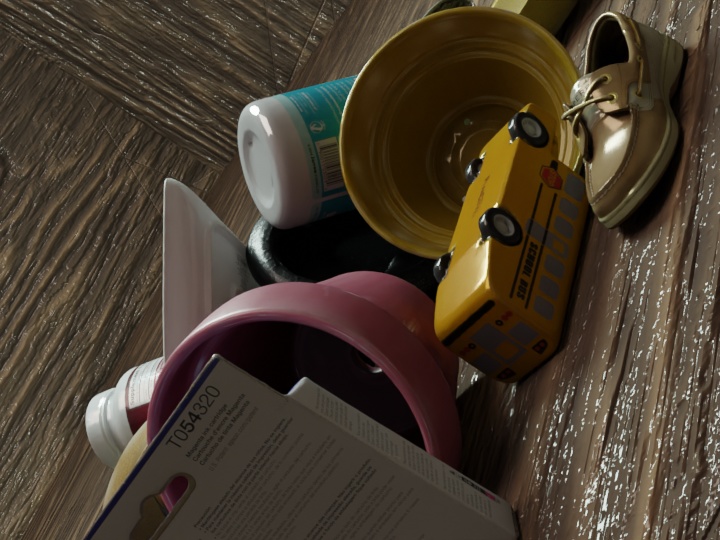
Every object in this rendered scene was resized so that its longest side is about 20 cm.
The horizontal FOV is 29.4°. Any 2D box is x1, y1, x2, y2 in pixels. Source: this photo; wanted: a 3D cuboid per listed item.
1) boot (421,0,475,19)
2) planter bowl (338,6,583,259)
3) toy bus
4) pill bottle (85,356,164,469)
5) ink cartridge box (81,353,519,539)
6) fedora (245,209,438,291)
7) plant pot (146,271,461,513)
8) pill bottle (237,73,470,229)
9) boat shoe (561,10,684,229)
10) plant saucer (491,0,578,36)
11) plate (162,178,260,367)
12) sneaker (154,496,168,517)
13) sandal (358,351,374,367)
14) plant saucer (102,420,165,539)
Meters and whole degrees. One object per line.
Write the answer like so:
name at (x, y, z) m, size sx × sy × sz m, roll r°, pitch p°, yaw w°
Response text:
boot at (0.057, -0.186, 1.519) m, size 0.182 × 0.072 × 0.200 m, roll -64°, pitch 4°, yaw -30°
planter bowl at (0.090, -0.099, 1.080) m, size 0.201 × 0.200 × 0.083 m, roll -56°, pitch -24°, yaw 4°
toy bus at (0.106, -0.025, 0.934) m, size 0.065 × 0.078 × 0.200 m, roll -47°, pitch 15°, yaw 43°
pill bottle at (-0.183, 0.141, 1.433) m, size 0.199 × 0.113 × 0.113 m, roll -21°, pitch 28°, yaw 24°
ink cartridge box at (-0.048, 0.162, 0.772) m, size 0.197 × 0.200 × 0.043 m, roll -53°, pitch 12°, yaw 18°
fedora at (0.000, 0.000, 1.195) m, size 0.201 × 0.200 × 0.092 m, roll -71°, pitch -15°, yaw -50°
plant pot at (-0.016, 0.089, 0.916) m, size 0.200 × 0.200 × 0.179 m, roll -51°, pitch -3°, yaw 27°
pill bottle at (0.004, -0.112, 1.171) m, size 0.199 × 0.111 × 0.111 m, roll -17°, pitch -3°, yaw -20°
boat shoe at (0.169, -0.105, 0.919) m, size 0.074 × 0.066 × 0.200 m, roll -48°, pitch 14°, yaw 37°
plant saucer at (0.146, -0.224, 1.367) m, size 0.200 × 0.048 × 0.200 m, roll -57°, pitch 8°, yaw 3°
plate at (-0.108, 0.047, 1.148) m, size 0.032 × 0.200 × 0.201 m, roll -12°, pitch 63°, yaw 16°
sneaker at (-0.108, 0.209, 1.142) m, size 0.088 × 0.076 × 0.200 m, roll -39°, pitch -26°, yaw -21°
sandal at (-0.031, 0.094, 1.200) m, size 0.200 × 0.081 × 0.055 m, roll -76°, pitch 2°, yaw -49°
plant saucer at (-0.162, 0.182, 1.175) m, size 0.200 × 0.035 × 0.201 m, roll -46°, pitch -31°, yaw -39°
